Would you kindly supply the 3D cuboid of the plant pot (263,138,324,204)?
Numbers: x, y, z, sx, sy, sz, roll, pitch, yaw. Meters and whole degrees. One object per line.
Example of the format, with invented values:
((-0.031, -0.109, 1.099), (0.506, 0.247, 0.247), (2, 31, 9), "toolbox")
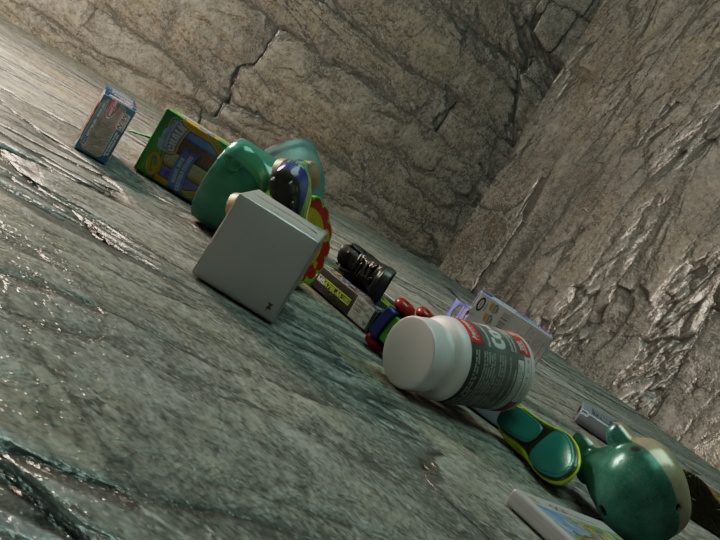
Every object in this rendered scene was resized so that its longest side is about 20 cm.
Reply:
((-0.155, -0.163, 2.187), (0.135, 0.199, 0.200), (62, 14, 15), "plant pot")

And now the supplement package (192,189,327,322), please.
((-0.123, -0.024, 1.334), (0.116, 0.118, 0.200), (32, 6, -3), "supplement package")

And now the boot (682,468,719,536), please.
((0.622, 0.419, 1.931), (0.175, 0.066, 0.200), (45, 7, 5), "boot")

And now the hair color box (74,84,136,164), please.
((-0.422, -0.246, 1.727), (0.060, 0.100, 0.200), (29, 6, -18), "hair color box")

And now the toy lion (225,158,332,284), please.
((-0.111, -0.059, 1.591), (0.068, 0.193, 0.200), (7, 32, 30), "toy lion")

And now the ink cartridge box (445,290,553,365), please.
((0.258, 0.130, 2.033), (0.199, 0.137, 0.076), (33, 4, 6), "ink cartridge box")

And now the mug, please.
((-0.184, -0.117, 1.653), (0.114, 0.153, 0.185), (34, 7, 4), "mug")

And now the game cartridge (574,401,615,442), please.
((0.524, 0.338, 2.236), (0.133, 0.042, 0.200), (38, 6, 12), "game cartridge")

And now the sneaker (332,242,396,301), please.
((0.002, -0.003, 1.722), (0.104, 0.060, 0.200), (33, 2, 0), "sneaker")

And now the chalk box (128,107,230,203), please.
((-0.316, -0.207, 1.856), (0.199, 0.124, 0.124), (32, 5, -3), "chalk box")

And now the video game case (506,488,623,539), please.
((0.268, 0.307, 1.079), (0.181, 0.022, 0.200), (28, 7, -40), "video game case")

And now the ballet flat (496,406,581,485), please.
((0.249, 0.242, 1.392), (0.067, 0.067, 0.200), (51, -4, -24), "ballet flat")

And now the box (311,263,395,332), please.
((0.025, 0.067, 1.752), (0.192, 0.048, 0.200), (23, 11, -43), "box")

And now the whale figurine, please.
((0.323, 0.272, 1.320), (0.200, 0.103, 0.160), (20, -53, 62), "whale figurine")

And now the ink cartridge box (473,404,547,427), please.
((0.211, 0.209, 1.581), (0.199, 0.042, 0.119), (33, 5, 23), "ink cartridge box")

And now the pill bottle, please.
((0.133, 0.124, 1.406), (0.199, 0.115, 0.114), (15, 15, -42), "pill bottle")

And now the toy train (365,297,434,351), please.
((0.102, 0.121, 1.558), (0.116, 0.085, 0.200), (47, 12, 31), "toy train")

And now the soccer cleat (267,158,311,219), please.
((-0.095, -0.064, 1.490), (0.064, 0.202, 0.084), (15, 33, 19), "soccer cleat")
